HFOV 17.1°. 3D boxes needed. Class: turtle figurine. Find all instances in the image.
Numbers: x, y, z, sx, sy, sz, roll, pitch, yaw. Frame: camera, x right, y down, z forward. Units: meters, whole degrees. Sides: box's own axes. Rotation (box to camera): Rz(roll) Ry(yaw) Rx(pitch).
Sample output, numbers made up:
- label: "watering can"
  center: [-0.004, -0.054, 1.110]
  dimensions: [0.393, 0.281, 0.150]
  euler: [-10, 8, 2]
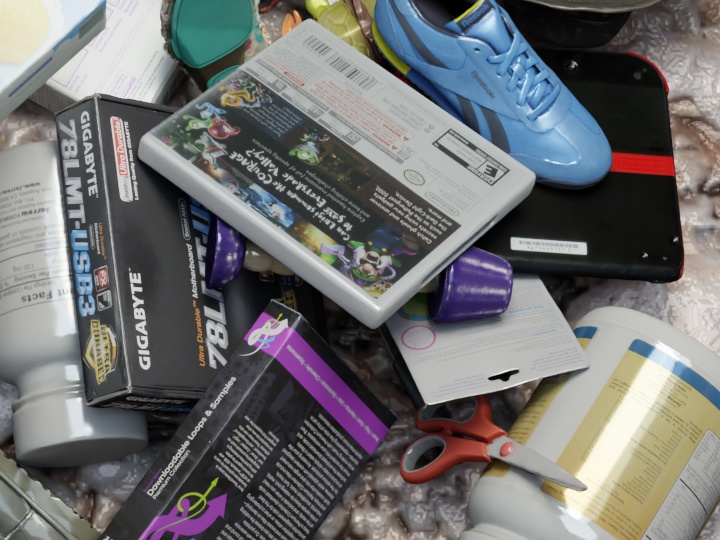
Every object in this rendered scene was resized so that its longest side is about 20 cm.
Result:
- label: "turtle figurine"
  center: [0.002, -0.179, 1.705]
  dimensions: [0.160, 0.064, 0.201]
  euler: [-26, 78, -12]

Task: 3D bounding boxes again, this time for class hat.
- label: "hat"
  center: [0.161, -0.208, 1.712]
  dimensions: [0.199, 0.081, 0.201]
  euler: [-1, 37, 1]

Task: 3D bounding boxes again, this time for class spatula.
- label: "spatula"
  center: [0.023, 0.045, 1.666]
  dimensions: [0.056, 0.021, 0.201]
  euler: [-24, 80, -27]

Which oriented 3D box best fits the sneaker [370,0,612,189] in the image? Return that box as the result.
- label: "sneaker"
  center: [0.091, -0.133, 1.613]
  dimensions: [0.200, 0.079, 0.066]
  euler: [41, 62, 6]

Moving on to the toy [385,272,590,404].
- label: "toy"
  center: [0.065, 0.025, 1.624]
  dimensions: [0.114, 0.047, 0.201]
  euler: [-13, 45, -13]

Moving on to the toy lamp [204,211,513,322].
- label: "toy lamp"
  center: [0.000, 0.000, 1.557]
  dimensions: [0.198, 0.058, 0.059]
  euler: [6, 74, -10]

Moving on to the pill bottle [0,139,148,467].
- label: "pill bottle"
  center: [-0.196, 0.024, 1.603]
  dimensions: [0.113, 0.114, 0.202]
  euler: [-7, 75, -7]

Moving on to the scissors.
- label: "scissors"
  center: [0.092, 0.109, 1.555]
  dimensions: [0.014, 0.199, 0.073]
  euler: [42, 65, -27]

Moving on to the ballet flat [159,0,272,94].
- label: "ballet flat"
  center: [-0.099, -0.162, 1.632]
  dimensions: [0.075, 0.201, 0.064]
  euler: [-22, 57, -4]

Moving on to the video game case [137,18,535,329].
- label: "video game case"
  center: [-0.014, -0.068, 1.562]
  dimensions: [0.199, 0.023, 0.182]
  euler: [36, 48, 17]

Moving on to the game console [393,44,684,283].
- label: "game console"
  center: [0.122, -0.076, 1.653]
  dimensions: [0.198, 0.031, 0.178]
  euler: [3, 65, -10]

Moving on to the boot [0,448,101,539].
- label: "boot"
  center: [-0.288, 0.205, 1.575]
  dimensions: [0.181, 0.073, 0.200]
  euler: [38, 81, 8]

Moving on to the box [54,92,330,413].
- label: "box"
  center: [-0.108, -0.005, 1.594]
  dimensions: [0.198, 0.049, 0.202]
  euler: [10, 67, -50]

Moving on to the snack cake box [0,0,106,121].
- label: "snack cake box"
  center: [-0.266, -0.195, 1.502]
  dimensions: [0.115, 0.067, 0.200]
  euler: [-44, 86, -14]

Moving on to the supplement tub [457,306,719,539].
- label: "supplement tub"
  center: [0.160, 0.142, 1.589]
  dimensions: [0.144, 0.145, 0.201]
  euler: [33, 74, 4]

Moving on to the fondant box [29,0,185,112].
- label: "fondant box"
  center: [-0.208, -0.194, 1.693]
  dimensions: [0.199, 0.058, 0.145]
  euler: [30, 74, 2]

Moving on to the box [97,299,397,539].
- label: "box"
  center: [-0.073, 0.137, 1.565]
  dimensions: [0.036, 0.143, 0.201]
  euler: [26, 75, 40]
